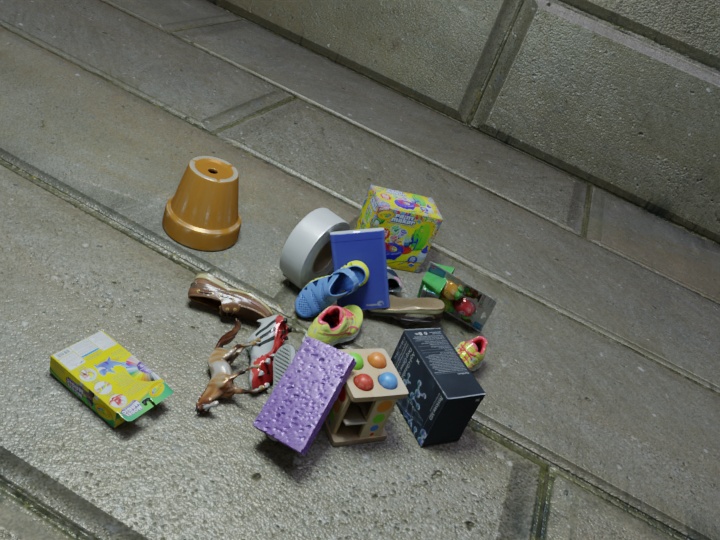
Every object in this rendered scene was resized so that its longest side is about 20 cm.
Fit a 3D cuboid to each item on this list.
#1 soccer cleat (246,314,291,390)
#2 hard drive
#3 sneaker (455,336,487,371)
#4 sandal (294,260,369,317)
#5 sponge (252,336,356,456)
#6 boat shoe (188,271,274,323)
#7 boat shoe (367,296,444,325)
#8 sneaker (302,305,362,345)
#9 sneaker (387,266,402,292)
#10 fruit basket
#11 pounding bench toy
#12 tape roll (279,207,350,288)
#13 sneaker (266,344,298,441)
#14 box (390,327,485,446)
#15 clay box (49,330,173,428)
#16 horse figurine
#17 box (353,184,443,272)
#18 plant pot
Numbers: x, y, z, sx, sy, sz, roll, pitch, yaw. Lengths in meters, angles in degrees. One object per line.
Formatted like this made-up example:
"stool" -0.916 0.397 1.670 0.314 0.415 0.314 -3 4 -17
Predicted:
"soccer cleat" -0.208 0.174 1.339 0.084 0.069 0.201 -4 42 18
"hard drive" 0.000 0.000 1.554 0.130 0.202 0.025 -5 22 1
"sneaker" 0.242 0.211 1.530 0.078 0.091 0.199 38 37 21
"sandal" -0.072 0.045 1.500 0.080 0.199 0.087 54 6 -6
"sponge" -0.101 0.227 1.177 0.111 0.030 0.201 20 63 23
"boat shoe" -0.292 0.078 1.426 0.199 0.072 0.068 26 52 -2
"boat shoe" 0.115 0.108 1.627 0.197 0.065 0.072 -1 26 -3
"sneaker" -0.049 0.117 1.474 0.078 0.091 0.200 32 32 18
"sneaker" 0.027 0.031 1.681 0.198 0.071 0.082 -7 39 -36
"fruit basket" 0.247 0.077 1.670 0.199 0.186 0.094 36 64 14
"pounding bench toy" -0.013 0.221 1.294 0.123 0.157 0.201 2 37 -29
"tape roll" -0.112 -0.053 1.600 0.071 0.204 0.202 34 34 19
"sneaker" -0.133 0.247 1.252 0.079 0.078 0.202 40 39 -36
"box" 0.152 0.246 1.366 0.106 0.149 0.201 0 38 -31
"clay box" -0.451 0.201 1.157 0.199 0.048 0.115 35 34 16
"horse figurine" -0.259 0.191 1.259 0.131 0.050 0.201 -20 43 4
"box" 0.100 -0.119 1.832 0.198 0.194 0.123 9 34 -19
"plant pot" -0.393 -0.183 1.631 0.198 0.184 0.201 16 32 -10
